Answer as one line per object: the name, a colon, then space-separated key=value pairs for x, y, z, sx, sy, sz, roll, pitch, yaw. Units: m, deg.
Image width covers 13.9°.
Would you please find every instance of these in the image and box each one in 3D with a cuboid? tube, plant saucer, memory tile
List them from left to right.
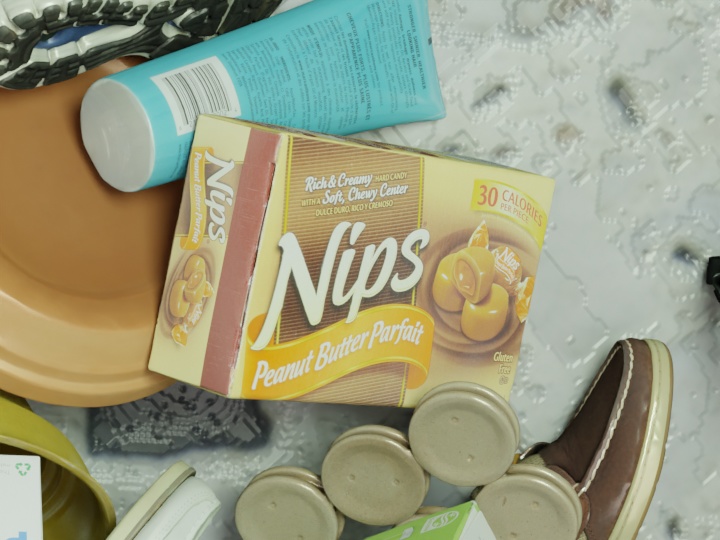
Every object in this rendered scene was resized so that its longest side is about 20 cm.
plant saucer: x=-0.132 y=-0.039 z=1.304 sx=0.199 sy=0.037 sz=0.201 roll=16 pitch=57 yaw=-26
tube: x=-0.035 y=-0.085 z=1.338 sx=0.199 sy=0.050 sz=0.078 roll=-20 pitch=111 yaw=-40
memory tile: x=0.051 y=0.149 z=1.365 sx=0.153 sy=0.017 sz=0.200 roll=-28 pitch=110 yaw=27

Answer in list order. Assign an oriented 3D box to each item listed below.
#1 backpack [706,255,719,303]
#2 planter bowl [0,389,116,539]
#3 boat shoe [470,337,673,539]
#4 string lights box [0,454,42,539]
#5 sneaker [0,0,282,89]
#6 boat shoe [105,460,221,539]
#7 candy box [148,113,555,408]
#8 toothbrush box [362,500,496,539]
backpack: x=0.268 y=0.021 z=1.367 sx=0.167 sy=0.200 sz=0.127 roll=36 pitch=89 yaw=-13
planter bowl: x=-0.210 y=0.081 z=1.316 sx=0.199 sy=0.201 sz=0.084 roll=2 pitch=59 yaw=-12
boat shoe: x=0.087 y=0.119 z=1.411 sx=0.072 sy=0.072 sz=0.201 roll=22 pitch=100 yaw=-12
string lights box: x=-0.200 y=0.152 z=1.293 sx=0.102 sy=0.200 sz=0.059 roll=3 pitch=57 yaw=-12
sneaker: x=-0.102 y=-0.142 z=1.309 sx=0.199 sy=0.079 sz=0.089 roll=-11 pitch=62 yaw=-45
boat shoe: x=-0.112 y=0.181 z=1.292 sx=0.068 sy=0.075 sz=0.201 roll=31 pitch=81 yaw=7
candy box: x=0.000 y=0.000 z=1.331 sx=0.199 sy=0.055 sz=0.116 roll=7 pitch=96 yaw=-49
toothbrush box: x=-0.009 y=0.213 z=1.349 sx=0.199 sy=0.086 sz=0.146 roll=-21 pitch=105 yaw=26
